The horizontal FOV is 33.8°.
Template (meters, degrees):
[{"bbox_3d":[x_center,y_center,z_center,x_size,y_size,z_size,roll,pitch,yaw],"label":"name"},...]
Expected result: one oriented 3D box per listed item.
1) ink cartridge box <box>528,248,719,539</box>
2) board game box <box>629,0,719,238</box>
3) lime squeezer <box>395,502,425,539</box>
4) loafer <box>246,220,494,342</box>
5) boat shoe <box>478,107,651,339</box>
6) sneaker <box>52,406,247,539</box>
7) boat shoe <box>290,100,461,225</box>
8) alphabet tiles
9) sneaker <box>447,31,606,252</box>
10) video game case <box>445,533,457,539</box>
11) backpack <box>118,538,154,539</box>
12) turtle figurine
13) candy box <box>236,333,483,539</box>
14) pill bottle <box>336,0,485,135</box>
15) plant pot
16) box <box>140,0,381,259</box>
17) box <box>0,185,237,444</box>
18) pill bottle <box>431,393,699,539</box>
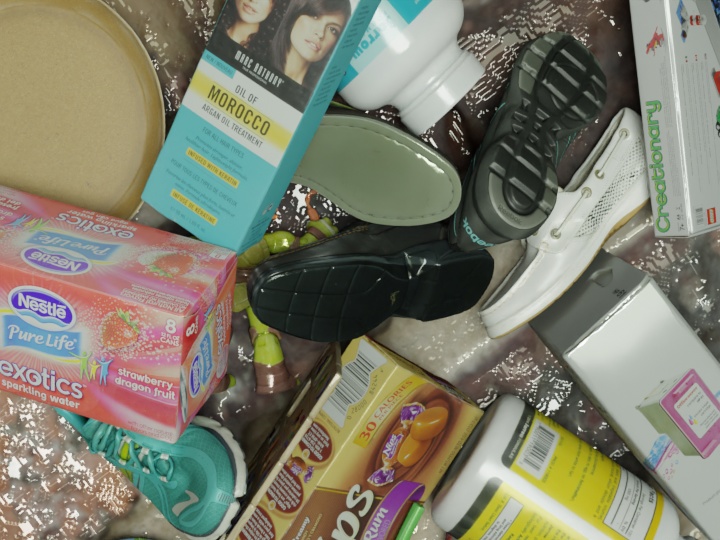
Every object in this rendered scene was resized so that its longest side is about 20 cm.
[{"bbox_3d":[0.220,0.093,0.863,0.084,0.145,0.201,-39,98,2],"label":"ink cartridge box"},{"bbox_3d":[0.252,-0.134,0.862,0.125,0.034,0.204,-14,99,-40],"label":"board game box"},{"bbox_3d":[0.024,0.274,0.892,0.069,0.038,0.204,-9,113,-11],"label":"lime squeezer"},{"bbox_3d":[0.000,0.000,0.839,0.197,0.072,0.074,-3,129,-37],"label":"loafer"},{"bbox_3d":[0.149,-0.038,0.884,0.069,0.071,0.200,44,83,-7],"label":"boat shoe"},{"bbox_3d":[-0.151,0.123,0.817,0.079,0.199,0.079,22,93,-47],"label":"sneaker"},{"bbox_3d":[-0.019,-0.087,0.842,0.198,0.061,0.073,16,116,11],"label":"boat shoe"},{"bbox_3d":[-0.070,0.142,0.835,0.007,0.167,0.202,33,93,-4],"label":"alphabet tiles"},{"bbox_3d":[0.114,-0.094,0.849,0.075,0.079,0.201,37,55,-8],"label":"sneaker"},{"bbox_3d":[0.122,0.273,0.858,0.141,0.201,0.018,22,124,-7],"label":"video game case"},{"bbox_3d":[-0.163,0.311,0.867,0.181,0.135,0.202,-34,95,-1],"label":"backpack"},{"bbox_3d":[-0.080,0.007,0.871,0.196,0.064,0.165,-4,97,-4],"label":"turtle figurine"},{"bbox_3d":[-0.009,0.157,0.871,0.116,0.056,0.202,31,93,-44],"label":"candy box"},{"bbox_3d":[-0.002,-0.192,0.831,0.111,0.111,0.200,-44,97,2],"label":"pill bottle"},{"bbox_3d":[-0.235,-0.107,0.857,0.196,0.027,0.204,0,96,3],"label":"plant pot"},{"bbox_3d":[-0.068,-0.114,0.783,0.082,0.049,0.202,32,115,8],"label":"box"},{"bbox_3d":[-0.191,0.024,0.794,0.197,0.095,0.104,16,119,10],"label":"box"},{"bbox_3d":[0.160,0.190,0.872,0.198,0.112,0.113,34,93,3],"label":"pill bottle"}]
